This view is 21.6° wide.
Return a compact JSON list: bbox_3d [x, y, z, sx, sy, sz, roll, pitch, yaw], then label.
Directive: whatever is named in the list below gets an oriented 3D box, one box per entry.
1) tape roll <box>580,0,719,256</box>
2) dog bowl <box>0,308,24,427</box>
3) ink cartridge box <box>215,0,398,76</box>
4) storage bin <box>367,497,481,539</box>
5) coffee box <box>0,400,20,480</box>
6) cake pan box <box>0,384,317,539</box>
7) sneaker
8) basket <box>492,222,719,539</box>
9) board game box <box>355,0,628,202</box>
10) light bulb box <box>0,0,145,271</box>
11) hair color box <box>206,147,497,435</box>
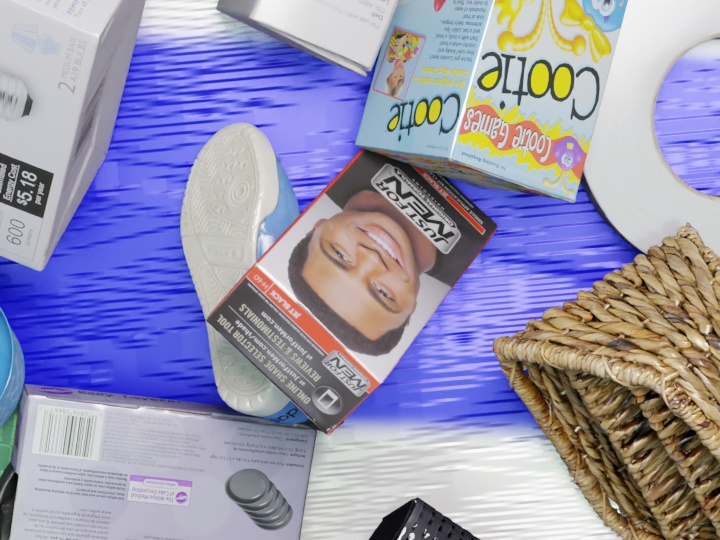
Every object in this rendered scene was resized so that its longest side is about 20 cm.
[{"bbox_3d":[0.232,-0.097,1.197,0.199,0.066,0.202,0,95,2],"label":"tape roll"},{"bbox_3d":[-0.286,0.030,1.191,0.111,0.050,0.200,-39,70,-1],"label":"dog bowl"},{"bbox_3d":[-0.008,-0.230,1.145,0.084,0.146,0.201,21,94,-15],"label":"ink cartridge box"},{"bbox_3d":[0.011,0.254,1.166,0.093,0.135,0.201,32,71,-2],"label":"storage bin"},{"bbox_3d":[-0.303,0.130,1.234,0.198,0.044,0.124,8,95,0],"label":"coffee box"},{"bbox_3d":[-0.138,0.175,1.209,0.199,0.052,0.186,6,93,-15],"label":"cake pan box"},{"bbox_3d":[-0.048,0.008,1.212,0.076,0.111,0.201,-28,59,27],"label":"sneaker"},{"bbox_3d":[0.197,0.104,1.143,0.148,0.143,0.200,-31,124,3],"label":"basket"},{"bbox_3d":[0.089,-0.155,1.149,0.103,0.105,0.201,16,89,-35],"label":"board game box"},{"bbox_3d":[-0.244,-0.138,1.130,0.199,0.125,0.199,21,132,-1],"label":"light bulb box"},{"bbox_3d":[0.000,0.000,1.142,0.101,0.200,0.061,43,128,-3],"label":"hair color box"}]
